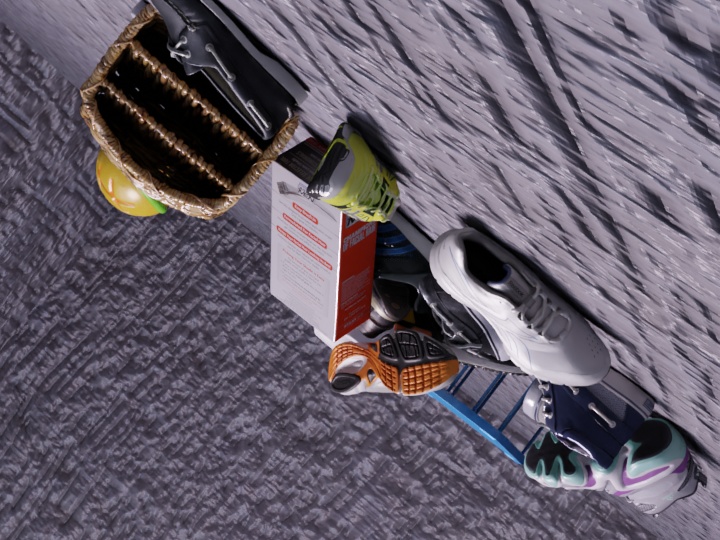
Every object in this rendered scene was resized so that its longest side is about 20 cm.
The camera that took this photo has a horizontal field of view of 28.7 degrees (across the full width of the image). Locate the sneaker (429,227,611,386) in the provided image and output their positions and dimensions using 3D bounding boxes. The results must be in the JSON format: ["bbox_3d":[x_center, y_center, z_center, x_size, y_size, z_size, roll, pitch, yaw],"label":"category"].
[{"bbox_3d":[0.146,0.035,1.281,0.199,0.075,0.087,38,171,2],"label":"sneaker"}]

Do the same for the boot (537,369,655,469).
[{"bbox_3d":[0.214,0.126,1.509,0.200,0.091,0.073,35,175,42],"label":"boot"}]

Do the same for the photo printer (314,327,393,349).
[{"bbox_3d":[0.004,0.041,1.922,0.069,0.168,0.200,4,160,26],"label":"photo printer"}]

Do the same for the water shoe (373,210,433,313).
[{"bbox_3d":[0.021,-0.029,1.579,0.200,0.079,0.071,39,175,-13],"label":"water shoe"}]

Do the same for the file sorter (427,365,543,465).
[{"bbox_3d":[0.166,0.148,1.936,0.200,0.123,0.139,36,176,30],"label":"file sorter"}]

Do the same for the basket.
[{"bbox_3d":[-0.187,-0.153,1.447,0.200,0.143,0.149,41,165,-9],"label":"basket"}]

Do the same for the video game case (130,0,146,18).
[{"bbox_3d":[-0.173,-0.220,1.604,0.182,0.023,0.200,39,175,2],"label":"video game case"}]

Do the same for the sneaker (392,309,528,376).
[{"bbox_3d":[0.140,0.067,1.686,0.198,0.091,0.070,12,-173,5],"label":"sneaker"}]

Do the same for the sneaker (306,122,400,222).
[{"bbox_3d":[0.001,-0.084,1.297,0.076,0.076,0.200,30,-174,5],"label":"sneaker"}]

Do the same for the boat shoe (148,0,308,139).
[{"bbox_3d":[-0.133,-0.195,1.244,0.200,0.060,0.076,40,175,-22],"label":"boat shoe"}]

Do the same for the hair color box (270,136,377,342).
[{"bbox_3d":[-0.041,-0.032,1.545,0.111,0.064,0.201,36,143,29],"label":"hair color box"}]

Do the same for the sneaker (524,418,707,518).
[{"bbox_3d":[0.293,0.238,1.589,0.199,0.078,0.140,-9,137,40],"label":"sneaker"}]

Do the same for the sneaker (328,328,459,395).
[{"bbox_3d":[0.054,0.108,1.629,0.091,0.077,0.199,5,175,-40],"label":"sneaker"}]

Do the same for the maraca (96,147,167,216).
[{"bbox_3d":[-0.334,-0.144,2.080,0.138,0.107,0.200,55,177,-16],"label":"maraca"}]

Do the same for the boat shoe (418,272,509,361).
[{"bbox_3d":[0.117,0.053,1.550,0.199,0.068,0.074,47,-158,-60],"label":"boat shoe"}]

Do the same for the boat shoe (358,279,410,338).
[{"bbox_3d":[0.000,0.000,1.692,0.074,0.073,0.201,27,-151,-30],"label":"boat shoe"}]

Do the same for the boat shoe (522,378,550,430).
[{"bbox_3d":[0.268,0.181,1.750,0.086,0.075,0.202,34,178,28],"label":"boat shoe"}]
